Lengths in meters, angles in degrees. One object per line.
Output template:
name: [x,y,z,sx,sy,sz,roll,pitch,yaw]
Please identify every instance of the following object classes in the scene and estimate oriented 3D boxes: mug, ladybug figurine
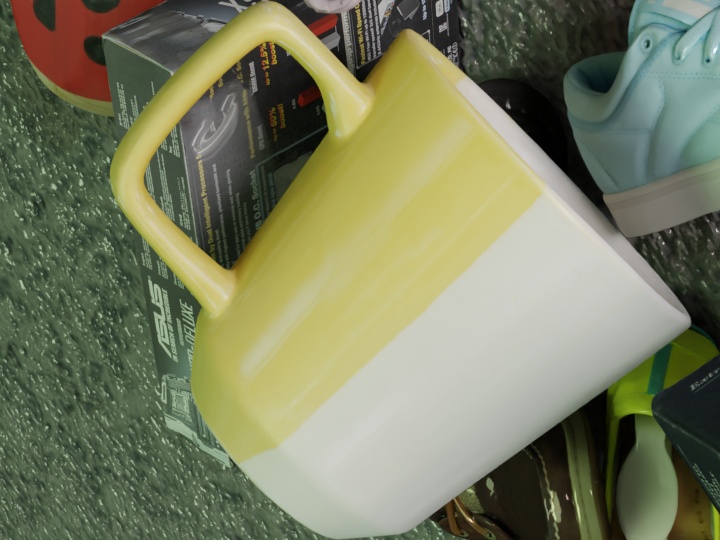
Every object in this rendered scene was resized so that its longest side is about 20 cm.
mug: [0.005,0.004,0.803,0.187,0.153,0.149,47,-171,11]
ladybug figurine: [-0.126,-0.153,1.048,0.136,0.072,0.201,40,143,28]

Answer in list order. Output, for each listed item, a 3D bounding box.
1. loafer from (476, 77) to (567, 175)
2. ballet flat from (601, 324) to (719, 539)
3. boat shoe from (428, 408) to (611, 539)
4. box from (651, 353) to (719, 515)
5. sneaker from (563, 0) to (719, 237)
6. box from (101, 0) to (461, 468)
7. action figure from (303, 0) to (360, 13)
loafer: [0.018,0.009,0.907,0.073,0.201,0.071,26,-179,-27]
ballet flat: [0.125,0.116,0.917,0.066,0.067,0.202,5,125,14]
boat shoe: [0.057,0.094,0.934,0.200,0.071,0.073,-159,58,-80]
box: [0.197,0.057,0.628,0.107,0.148,0.200,55,177,-12]
sneaker: [0.131,-0.071,0.760,0.082,0.074,0.200,56,148,-4]
box: [-0.023,-0.037,0.923,0.050,0.157,0.201,28,138,38]
action figure: [0.061,-0.168,0.721,0.200,0.148,0.135,10,119,67]
